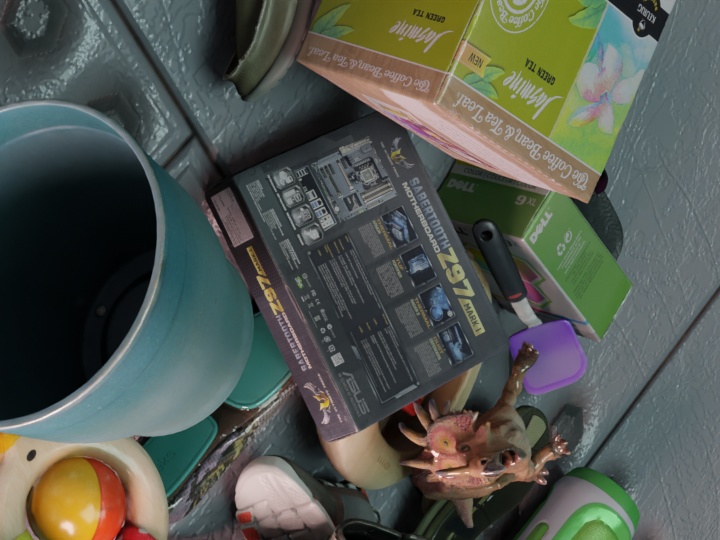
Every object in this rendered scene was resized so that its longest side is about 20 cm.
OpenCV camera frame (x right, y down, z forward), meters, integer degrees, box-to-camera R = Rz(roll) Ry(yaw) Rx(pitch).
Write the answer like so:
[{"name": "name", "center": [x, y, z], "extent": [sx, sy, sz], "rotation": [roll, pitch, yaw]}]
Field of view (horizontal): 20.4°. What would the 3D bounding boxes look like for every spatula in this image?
[{"name": "spatula", "center": [0.126, 0.027, 1.548], "extent": [0.200, 0.056, 0.021], "rotation": [60, 16, -45]}]

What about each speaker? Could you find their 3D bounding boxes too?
[{"name": "speaker", "center": [0.154, 0.265, 1.711], "extent": [0.200, 0.088, 0.089], "rotation": [-48, 132, -23]}]

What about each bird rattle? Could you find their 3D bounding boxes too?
[{"name": "bird rattle", "center": [-0.176, 0.177, 1.296], "extent": [0.199, 0.113, 0.164], "rotation": [4, 81, -24]}]

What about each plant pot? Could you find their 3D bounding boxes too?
[{"name": "plant pot", "center": [-0.165, 0.021, 1.238], "extent": [0.200, 0.200, 0.188], "rotation": [-65, 151, -6]}]

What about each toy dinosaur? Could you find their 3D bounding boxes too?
[{"name": "toy dinosaur", "center": [0.076, 0.138, 1.477], "extent": [0.135, 0.086, 0.200], "rotation": [-25, 161, -31]}]

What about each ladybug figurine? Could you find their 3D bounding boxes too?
[{"name": "ladybug figurine", "center": [0.028, 0.069, 1.525], "extent": [0.200, 0.072, 0.136], "rotation": [-58, 136, -14]}]

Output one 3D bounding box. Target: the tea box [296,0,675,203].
[{"name": "tea box", "center": [0.095, -0.179, 1.351], "extent": [0.200, 0.133, 0.197], "rotation": [25, 88, -50]}]

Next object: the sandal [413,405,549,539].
[{"name": "sandal", "center": [0.077, 0.186, 1.632], "extent": [0.201, 0.057, 0.080], "rotation": [-49, 140, -3]}]

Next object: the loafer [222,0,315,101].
[{"name": "loafer", "center": [-0.062, -0.215, 1.352], "extent": [0.069, 0.075, 0.201], "rotation": [15, 94, -15]}]

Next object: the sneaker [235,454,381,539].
[{"name": "sneaker", "center": [-0.030, 0.189, 1.526], "extent": [0.200, 0.077, 0.082], "rotation": [56, 37, -41]}]

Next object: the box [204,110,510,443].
[{"name": "box", "center": [0.000, 0.000, 1.424], "extent": [0.158, 0.051, 0.200], "rotation": [-28, 92, -35]}]

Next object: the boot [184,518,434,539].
[{"name": "boot", "center": [-0.040, 0.209, 1.433], "extent": [0.200, 0.131, 0.068], "rotation": [15, 51, -26]}]

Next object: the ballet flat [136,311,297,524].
[{"name": "ballet flat", "center": [-0.102, 0.105, 1.422], "extent": [0.200, 0.072, 0.072], "rotation": [-47, 132, -23]}]

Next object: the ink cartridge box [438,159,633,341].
[{"name": "ink cartridge box", "center": [0.122, -0.031, 1.564], "extent": [0.059, 0.104, 0.200], "rotation": [-57, 135, -16]}]

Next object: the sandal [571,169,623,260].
[{"name": "sandal", "center": [0.181, -0.068, 1.651], "extent": [0.075, 0.048, 0.201], "rotation": [-55, 135, -17]}]
